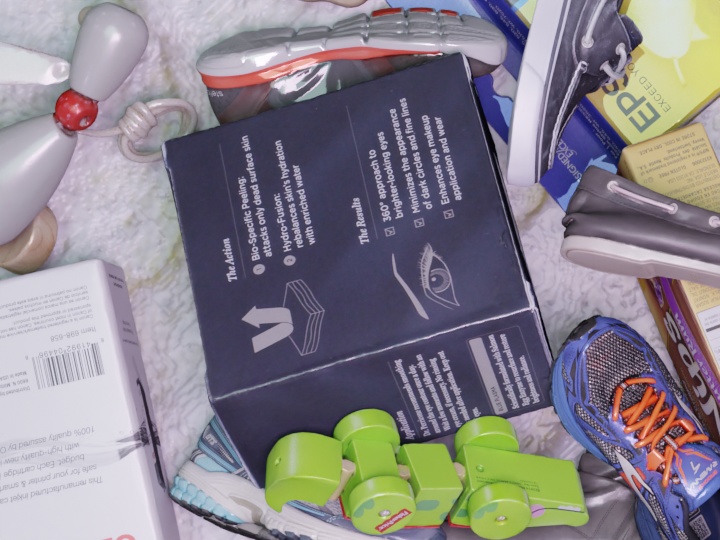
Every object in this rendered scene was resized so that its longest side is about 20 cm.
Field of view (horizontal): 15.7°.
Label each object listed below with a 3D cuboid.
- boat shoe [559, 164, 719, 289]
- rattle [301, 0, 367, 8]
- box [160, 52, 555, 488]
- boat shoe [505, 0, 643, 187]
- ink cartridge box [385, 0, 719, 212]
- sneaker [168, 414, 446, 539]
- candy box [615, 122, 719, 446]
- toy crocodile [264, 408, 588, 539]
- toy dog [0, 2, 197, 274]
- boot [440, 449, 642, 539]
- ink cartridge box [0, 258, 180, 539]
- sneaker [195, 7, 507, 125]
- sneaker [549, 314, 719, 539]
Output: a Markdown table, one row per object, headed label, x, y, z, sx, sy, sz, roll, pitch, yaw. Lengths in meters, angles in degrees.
| label | x | y | z | sx | sy | sz | roll | pitch | yaw |
| --- | --- | --- | --- | --- | --- | --- | --- | --- | --- |
| boat shoe | 0.214 | -0.016 | 1.496 | 0.200 | 0.067 | 0.057 | 12 | 79 | 8 |
| rattle | -0.064 | -0.249 | 1.636 | 0.200 | 0.143 | 0.130 | 36 | 109 | 1 |
| box | 0.000 | 0.000 | 1.585 | 0.200 | 0.118 | 0.197 | -16 | 55 | 5 |
| boat shoe | 0.138 | -0.142 | 1.597 | 0.068 | 0.072 | 0.200 | 15 | 76 | 5 |
| ink cartridge box | 0.148 | -0.170 | 1.653 | 0.200 | 0.047 | 0.198 | -41 | 84 | 1 |
| sneaker | -0.029 | 0.130 | 1.611 | 0.200 | 0.078 | 0.086 | 14 | 78 | 34 |
| candy box | 0.214 | 0.024 | 1.579 | 0.056 | 0.117 | 0.200 | -19 | 75 | -5 |
| toy crocodile | 0.041 | 0.127 | 1.541 | 0.200 | 0.062 | 0.068 | 5 | 45 | -22 |
| toy dog | -0.214 | -0.090 | 1.663 | 0.200 | 0.132 | 0.096 | -41 | 52 | -5 |
| boot | 0.133 | 0.145 | 1.633 | 0.200 | 0.068 | 0.131 | 14 | 84 | -1 |
| ink cartridge box | -0.204 | 0.107 | 1.655 | 0.144 | 0.084 | 0.200 | -13 | 84 | 5 |
| sneaker | -0.001 | -0.116 | 1.658 | 0.200 | 0.077 | 0.082 | -4 | 110 | 15 |
| sneaker | 0.184 | 0.107 | 1.544 | 0.075 | 0.078 | 0.200 | -42 | 112 | -17 |
